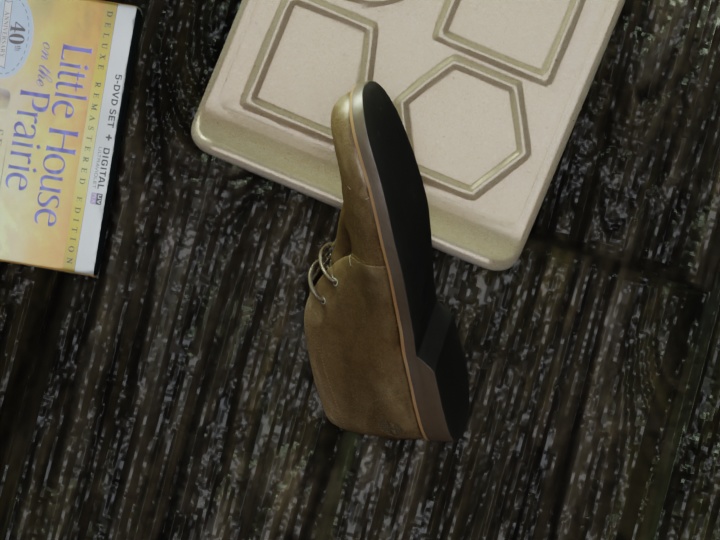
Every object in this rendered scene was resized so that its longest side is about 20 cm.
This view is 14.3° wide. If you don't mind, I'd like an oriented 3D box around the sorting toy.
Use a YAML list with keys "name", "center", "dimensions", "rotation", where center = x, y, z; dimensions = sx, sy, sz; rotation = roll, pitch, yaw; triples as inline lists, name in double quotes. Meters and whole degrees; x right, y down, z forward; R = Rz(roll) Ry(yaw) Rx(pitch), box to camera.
- name: "sorting toy"
  center: [0.030, -0.122, 1.506]
  dimensions: [0.185, 0.036, 0.200]
  rotation: [22, 86, 1]

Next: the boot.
- name: "boot"
  center: [0.000, 0.000, 1.459]
  dimensions: [0.075, 0.074, 0.200]
  rotation: [-2, 117, 19]

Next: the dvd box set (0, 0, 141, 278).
- name: "dvd box set"
  center: [-0.224, -0.082, 1.508]
  dimensions: [0.200, 0.029, 0.147]
  rotation: [10, 90, 1]
